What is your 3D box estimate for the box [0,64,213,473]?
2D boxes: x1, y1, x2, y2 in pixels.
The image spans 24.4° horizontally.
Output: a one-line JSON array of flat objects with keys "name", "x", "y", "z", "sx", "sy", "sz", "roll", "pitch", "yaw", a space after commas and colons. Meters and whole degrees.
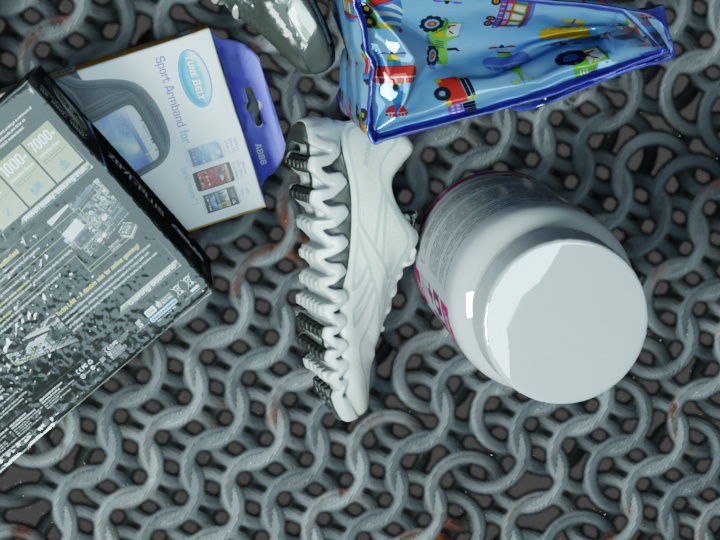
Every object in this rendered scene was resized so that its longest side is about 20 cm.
[{"name": "box", "x": -0.214, "y": 0.007, "z": 0.992, "sx": 0.200, "sy": 0.086, "sz": 0.164, "roll": -41, "pitch": 104, "yaw": 4}]

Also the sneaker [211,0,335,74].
[{"name": "sneaker", "x": -0.107, "y": -0.183, "z": 1.010, "sx": 0.115, "sy": 0.075, "sz": 0.200, "roll": -33, "pitch": 87, "yaw": 5}]

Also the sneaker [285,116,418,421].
[{"name": "sneaker", "x": 0.000, "y": 0.000, "z": 1.069, "sx": 0.081, "sy": 0.075, "sz": 0.201, "roll": -6, "pitch": 105, "yaw": -18}]

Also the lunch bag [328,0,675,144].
[{"name": "lunch bag", "x": 0.087, "y": -0.144, "z": 1.005, "sx": 0.199, "sy": 0.151, "sz": 0.094, "roll": -8, "pitch": 103, "yaw": -5}]

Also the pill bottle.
[{"name": "pill bottle", "x": 0.101, "y": 0.008, "z": 1.014, "sx": 0.113, "sy": 0.200, "sz": 0.114, "roll": -1, "pitch": 102, "yaw": -7}]

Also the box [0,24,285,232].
[{"name": "box", "x": -0.149, "y": -0.075, "z": 1.046, "sx": 0.199, "sy": 0.041, "sz": 0.119, "roll": -18, "pitch": 104, "yaw": -1}]
